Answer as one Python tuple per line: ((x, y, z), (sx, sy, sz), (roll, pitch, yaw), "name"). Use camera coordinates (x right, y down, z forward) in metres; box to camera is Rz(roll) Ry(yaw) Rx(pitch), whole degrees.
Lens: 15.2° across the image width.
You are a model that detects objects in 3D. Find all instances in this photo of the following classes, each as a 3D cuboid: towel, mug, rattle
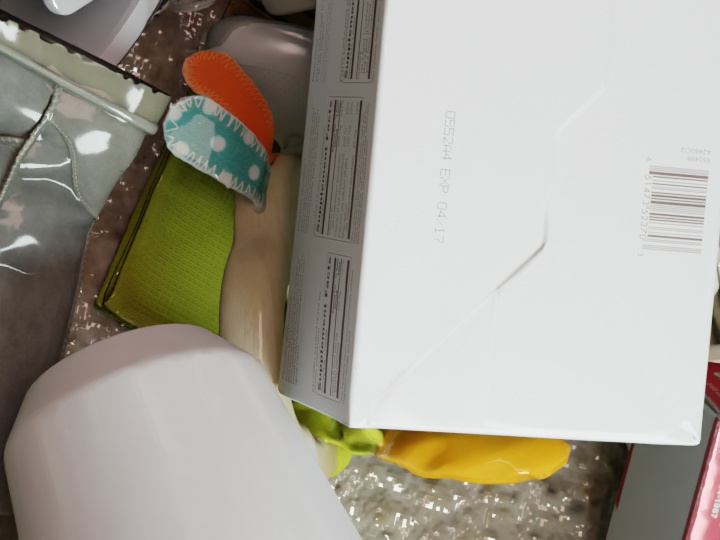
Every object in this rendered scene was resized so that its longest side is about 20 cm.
((-0.049, -0.052, 1.278), (0.086, 0.018, 0.201), (28, 72, -14), "towel")
((-0.083, 0.117, 1.118), (0.149, 0.187, 0.154), (-8, 66, -37), "mug")
((0.000, 0.000, 1.197), (0.130, 0.142, 0.201), (-17, 105, -55), "rattle")

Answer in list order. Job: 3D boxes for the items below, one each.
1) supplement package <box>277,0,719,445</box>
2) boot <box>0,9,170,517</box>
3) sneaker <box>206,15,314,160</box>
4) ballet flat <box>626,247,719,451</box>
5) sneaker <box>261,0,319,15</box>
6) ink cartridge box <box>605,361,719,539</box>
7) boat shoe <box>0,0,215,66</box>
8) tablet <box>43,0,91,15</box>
((0.061, -0.036, 1.128), (0.155, 0.111, 0.201), (4, 93, -17), "supplement package")
((-0.189, -0.017, 1.141), (0.181, 0.073, 0.200), (26, 95, -8), "boot")
((0.004, -0.046, 1.258), (0.200, 0.070, 0.080), (36, 73, -24), "sneaker")
((0.156, 0.025, 1.322), (0.072, 0.072, 0.201), (-10, 85, -23), "ballet flat")
((-0.015, -0.201, 1.226), (0.106, 0.075, 0.200), (66, 29, -29), "sneaker")
((0.226, 0.131, 1.293), (0.199, 0.083, 0.146), (8, 105, -20), "ink cartridge box")
((-0.105, -0.144, 1.243), (0.073, 0.068, 0.200), (5, 60, 24), "boat shoe")
((-0.095, -0.205, 1.181), (0.200, 0.014, 0.131), (-40, 117, -48), "tablet")
